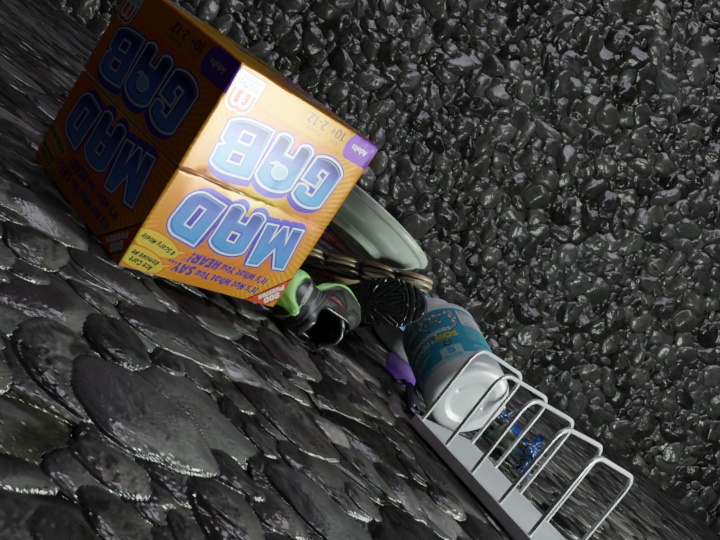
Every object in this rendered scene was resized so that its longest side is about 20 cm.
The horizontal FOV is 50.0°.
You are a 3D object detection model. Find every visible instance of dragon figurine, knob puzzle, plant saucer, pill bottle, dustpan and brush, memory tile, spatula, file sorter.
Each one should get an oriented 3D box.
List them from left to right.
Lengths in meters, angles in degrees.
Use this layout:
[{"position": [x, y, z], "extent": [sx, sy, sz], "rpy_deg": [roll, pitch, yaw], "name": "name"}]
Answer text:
[{"position": [-0.079, 0.000, 1.212], "extent": [0.219, 0.031, 0.220], "rpy_deg": [24, 12, -5], "name": "knob puzzle"}, {"position": [0.000, 0.000, 1.084], "extent": [0.199, 0.017, 0.153], "rpy_deg": [15, -8, 1], "name": "memory tile"}, {"position": [0.003, -0.058, 1.066], "extent": [0.200, 0.050, 0.200], "rpy_deg": [42, -6, 6], "name": "plant saucer"}, {"position": [0.061, 0.154, 1.032], "extent": [0.056, 0.021, 0.200], "rpy_deg": [42, 5, -9], "name": "spatula"}, {"position": [0.080, 0.118, 1.274], "extent": [0.139, 0.057, 0.200], "rpy_deg": [39, 7, 2], "name": "dustpan and brush"}, {"position": [0.121, 0.118, 1.062], "extent": [0.111, 0.111, 0.200], "rpy_deg": [36, 16, -26], "name": "pill bottle"}, {"position": [0.234, 0.257, 1.157], "extent": [0.099, 0.059, 0.200], "rpy_deg": [40, 5, 18], "name": "dragon figurine"}, {"position": [0.185, 0.206, 0.873], "extent": [0.139, 0.125, 0.200], "rpy_deg": [33, 8, -46], "name": "file sorter"}]

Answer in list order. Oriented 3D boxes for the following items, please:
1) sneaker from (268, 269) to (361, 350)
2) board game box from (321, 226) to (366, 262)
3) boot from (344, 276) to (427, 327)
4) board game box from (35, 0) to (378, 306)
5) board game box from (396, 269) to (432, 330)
[{"position": [-0.049, 0.058, 0.905], "extent": [0.084, 0.077, 0.200], "rpy_deg": [59, 14, 19], "name": "sneaker"}, {"position": [-0.058, -0.085, 1.137], "extent": [0.200, 0.019, 0.103], "rpy_deg": [39, 24, -31], "name": "board game box"}, {"position": [0.031, 0.055, 1.097], "extent": [0.164, 0.066, 0.200], "rpy_deg": [1, -9, 16], "name": "boot"}, {"position": [-0.150, -0.117, 0.756], "extent": [0.200, 0.200, 0.200], "rpy_deg": [42, 13, 36], "name": "board game box"}, {"position": [0.071, 0.068, 1.427], "extent": [0.200, 0.103, 0.105], "rpy_deg": [39, 5, -2], "name": "board game box"}]
